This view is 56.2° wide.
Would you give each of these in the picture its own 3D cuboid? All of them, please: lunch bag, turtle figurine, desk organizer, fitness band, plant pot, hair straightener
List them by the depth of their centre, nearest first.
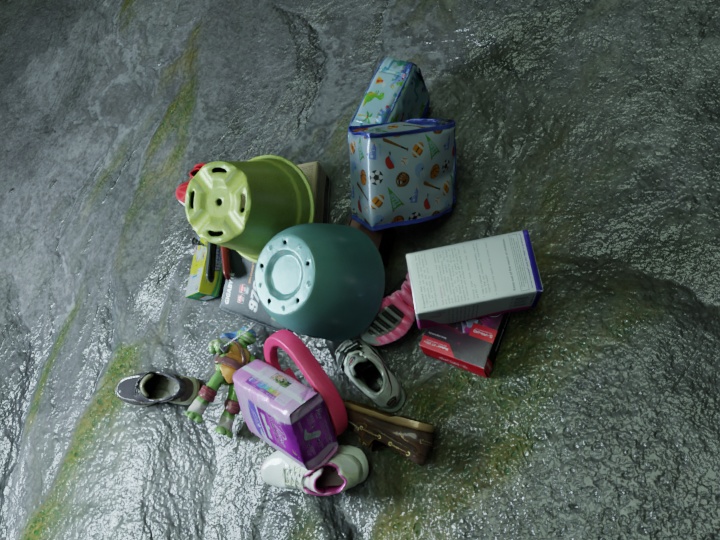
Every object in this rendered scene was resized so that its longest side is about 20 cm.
[{"bbox_3d":[-0.080,0.014,1.123,0.196,0.160,0.207,-4,82,30],"label":"plant pot"},{"bbox_3d":[-0.093,0.192,1.136,0.037,0.144,0.201,-31,76,-31],"label":"fitness band"},{"bbox_3d":[-0.203,-0.111,1.176,0.195,0.184,0.207,0,91,20],"label":"plant pot"},{"bbox_3d":[0.081,-0.177,1.204,0.195,0.175,0.124,-11,23,-21],"label":"lunch bag"},{"bbox_3d":[-0.223,0.195,1.217,0.196,0.144,0.198,15,72,33],"label":"turtle figurine"},{"bbox_3d":[0.000,0.000,1.252,0.075,0.072,0.205,9,71,24],"label":"desk organizer"},{"bbox_3d":[-0.295,-0.075,1.299,0.075,0.041,0.206,-10,75,3],"label":"hair straightener"},{"bbox_3d":[0.061,-0.293,1.310,0.081,0.161,0.204,21,78,25],"label":"lunch bag"}]

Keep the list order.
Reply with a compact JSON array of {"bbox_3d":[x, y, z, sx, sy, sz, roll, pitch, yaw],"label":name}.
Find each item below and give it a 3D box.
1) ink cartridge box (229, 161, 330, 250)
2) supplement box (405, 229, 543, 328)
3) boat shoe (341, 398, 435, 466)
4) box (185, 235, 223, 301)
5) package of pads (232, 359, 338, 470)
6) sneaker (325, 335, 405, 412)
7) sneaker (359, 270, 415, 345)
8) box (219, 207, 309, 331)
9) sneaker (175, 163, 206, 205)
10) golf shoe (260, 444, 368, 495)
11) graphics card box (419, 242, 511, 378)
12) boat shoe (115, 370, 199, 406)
[{"bbox_3d":[-0.164,-0.120,1.378,0.195,0.075,0.169,-6,65,21],"label":"ink cartridge box"},{"bbox_3d":[0.176,0.018,1.070,0.194,0.101,0.106,-12,72,3],"label":"supplement box"},{"bbox_3d":[0.028,0.264,1.113,0.196,0.070,0.072,10,83,37],"label":"boat shoe"},{"bbox_3d":[-0.305,-0.045,1.375,0.117,0.047,0.206,-14,66,61],"label":"box"},{"bbox_3d":[-0.129,0.236,1.119,0.075,0.123,0.198,-32,29,-30],"label":"package of pads"},{"bbox_3d":[-0.002,0.154,1.172,0.074,0.089,0.199,-48,56,-2],"label":"sneaker"},{"bbox_3d":[0.078,0.052,1.188,0.200,0.095,0.079,-44,89,5],"label":"sneaker"},{"bbox_3d":[-0.176,-0.001,1.290,0.155,0.046,0.206,17,97,20],"label":"box"},{"bbox_3d":[-0.350,-0.194,1.466,0.195,0.115,0.080,-2,65,30],"label":"sneaker"},{"bbox_3d":[-0.087,0.332,1.116,0.195,0.091,0.078,-10,93,21],"label":"golf shoe"},{"bbox_3d":[0.193,0.064,1.147,0.123,0.051,0.204,17,74,29],"label":"graphics card box"},{"bbox_3d":[-0.411,0.229,1.331,0.195,0.065,0.074,-1,67,25],"label":"boat shoe"}]
